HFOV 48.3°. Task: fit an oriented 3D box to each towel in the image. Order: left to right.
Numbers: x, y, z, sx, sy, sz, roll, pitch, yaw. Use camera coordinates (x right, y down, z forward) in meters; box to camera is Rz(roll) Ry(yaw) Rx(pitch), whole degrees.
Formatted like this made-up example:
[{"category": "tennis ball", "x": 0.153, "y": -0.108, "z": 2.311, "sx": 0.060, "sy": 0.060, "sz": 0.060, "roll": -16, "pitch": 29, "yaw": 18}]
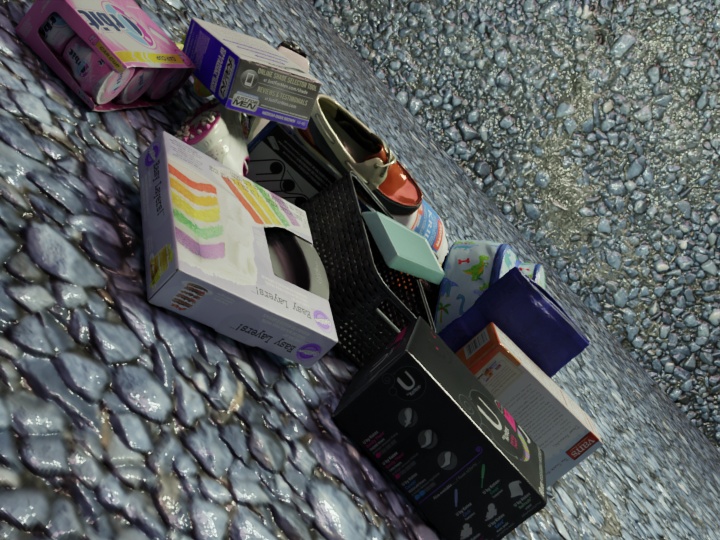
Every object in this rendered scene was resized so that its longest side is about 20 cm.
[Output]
[{"category": "towel", "x": 0.167, "y": 0.102, "z": 1.002, "sx": 0.148, "sy": 0.200, "sz": 0.050, "roll": 43, "pitch": 14, "yaw": -17}]

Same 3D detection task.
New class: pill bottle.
[{"category": "pill bottle", "x": 0.070, "y": -0.064, "z": 1.269, "sx": 0.113, "sy": 0.112, "sz": 0.200, "roll": 56, "pitch": 11, "yaw": 27}]

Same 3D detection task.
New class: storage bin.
[{"category": "storage bin", "x": 0.000, "y": 0.000, "z": 0.938, "sx": 0.135, "sy": 0.093, "sz": 0.201, "roll": 45, "pitch": 20, "yaw": -39}]

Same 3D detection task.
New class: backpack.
[{"category": "backpack", "x": 0.180, "y": 0.049, "z": 1.114, "sx": 0.145, "sy": 0.186, "sz": 0.200, "roll": 7, "pitch": -7, "yaw": 21}]

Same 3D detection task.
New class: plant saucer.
[{"category": "plant saucer", "x": 0.057, "y": -0.026, "z": 0.961, "sx": 0.071, "sy": 0.019, "sz": 0.200, "roll": 64, "pitch": 15, "yaw": 16}]

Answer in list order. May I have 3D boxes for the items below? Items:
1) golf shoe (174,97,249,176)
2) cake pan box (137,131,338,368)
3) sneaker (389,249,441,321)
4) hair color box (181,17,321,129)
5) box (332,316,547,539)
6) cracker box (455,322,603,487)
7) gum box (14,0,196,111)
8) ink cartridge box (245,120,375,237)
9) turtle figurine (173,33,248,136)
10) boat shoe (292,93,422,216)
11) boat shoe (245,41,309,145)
[{"category": "golf shoe", "x": -0.172, "y": -0.157, "z": 0.979, "sx": 0.092, "sy": 0.075, "sz": 0.201, "roll": 58, "pitch": 14, "yaw": -23}, {"category": "cake pan box", "x": -0.115, "y": -0.017, "z": 0.764, "sx": 0.199, "sy": 0.052, "sz": 0.186, "roll": 30, "pitch": 34, "yaw": -39}, {"category": "sneaker", "x": 0.082, "y": 0.025, "z": 1.151, "sx": 0.070, "sy": 0.090, "sz": 0.201, "roll": 43, "pitch": 17, "yaw": -14}, {"category": "hair color box", "x": -0.140, "y": -0.244, "z": 0.985, "sx": 0.108, "sy": 0.066, "sz": 0.200, "roll": 9, "pitch": 21, "yaw": -33}, {"category": "box", "x": 0.084, "y": 0.165, "z": 0.811, "sx": 0.200, "sy": 0.106, "sz": 0.122, "roll": 47, "pitch": 16, "yaw": -2}, {"category": "cracker box", "x": 0.178, "y": 0.178, "z": 0.975, "sx": 0.200, "sy": 0.134, "sz": 0.058, "roll": 43, "pitch": 16, "yaw": -17}, {"category": "gum box", "x": -0.275, "y": -0.243, "z": 0.887, "sx": 0.114, "sy": 0.066, "sz": 0.200, "roll": 46, "pitch": 17, "yaw": -2}, {"category": "ink cartridge box", "x": -0.067, "y": -0.098, "z": 1.045, "sx": 0.199, "sy": 0.094, "sz": 0.044, "roll": 40, "pitch": 18, "yaw": -24}, {"category": "turtle figurine", "x": -0.222, "y": -0.284, "z": 1.121, "sx": 0.199, "sy": 0.064, "sz": 0.162, "roll": 39, "pitch": 19, "yaw": -30}, {"category": "boat shoe", "x": 0.005, "y": -0.142, "z": 1.004, "sx": 0.199, "sy": 0.062, "sz": 0.072, "roll": 39, "pitch": 57, "yaw": -14}, {"category": "boat shoe", "x": -0.126, "y": -0.208, "z": 1.114, "sx": 0.074, "sy": 0.203, "sz": 0.092, "roll": 20, "pitch": -15, "yaw": -28}]
